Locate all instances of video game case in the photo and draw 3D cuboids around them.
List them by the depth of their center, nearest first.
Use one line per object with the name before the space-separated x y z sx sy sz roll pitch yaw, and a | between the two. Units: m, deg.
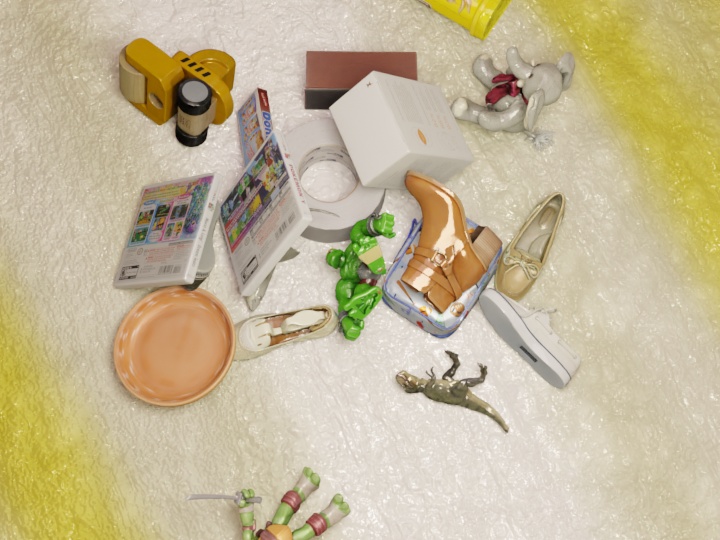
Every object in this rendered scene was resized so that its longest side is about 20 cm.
video game case | -0.157 -0.090 1.647 0.023 0.200 0.184 7 49 -37
video game case | -0.309 -0.061 1.659 0.024 0.199 0.184 30 66 -40

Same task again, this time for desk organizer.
desk organizer | 0.001 -0.331 1.804 0.197 0.072 0.078 0 70 -3

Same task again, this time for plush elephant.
plush elephant | 0.274 -0.307 1.751 0.199 0.155 0.165 36 53 2

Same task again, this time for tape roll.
tape roll | -0.054 -0.152 1.746 0.198 0.066 0.203 1 72 -2

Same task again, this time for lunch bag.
lunch bag | 0.132 -0.004 1.703 0.159 0.076 0.201 31 74 10

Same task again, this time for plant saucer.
plant saucer | -0.292 0.123 1.647 0.198 0.038 0.202 -3 65 6

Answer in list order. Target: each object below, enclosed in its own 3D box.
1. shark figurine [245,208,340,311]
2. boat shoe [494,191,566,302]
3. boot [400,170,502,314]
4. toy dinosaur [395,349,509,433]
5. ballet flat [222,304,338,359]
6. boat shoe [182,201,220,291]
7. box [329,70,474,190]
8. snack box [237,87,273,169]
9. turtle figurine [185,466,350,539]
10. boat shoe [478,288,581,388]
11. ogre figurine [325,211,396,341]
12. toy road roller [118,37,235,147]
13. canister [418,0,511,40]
shark figurine | -0.123 -0.046 1.692 0.089 0.215 0.129 17 32 -35
boat shoe | 0.285 -0.041 1.726 0.073 0.063 0.202 32 73 8
boot | 0.110 -0.045 1.626 0.200 0.074 0.155 42 83 -1
toy dinosaur | 0.158 0.182 1.659 0.198 0.047 0.089 21 87 4
ballet flat | -0.133 0.091 1.665 0.198 0.062 0.068 -17 73 -7
boat shoe | -0.275 -0.057 1.699 0.070 0.064 0.201 16 46 -20
box | 0.070 -0.223 1.696 0.106 0.199 0.154 -34 71 33
snack box | -0.171 -0.207 1.734 0.024 0.072 0.202 12 53 -34
turtle figurine | -0.115 0.371 1.520 0.193 0.143 0.202 -38 120 -31
boat shoe | 0.283 0.090 1.675 0.202 0.075 0.086 45 68 2
ogre figurine | 0.000 0.000 1.649 0.097 0.120 0.202 -7 106 -14
toy road roller | -0.301 -0.324 1.767 0.199 0.123 0.146 35 59 8
canister | 0.174 -0.527 1.867 0.199 0.087 0.149 32 73 9
